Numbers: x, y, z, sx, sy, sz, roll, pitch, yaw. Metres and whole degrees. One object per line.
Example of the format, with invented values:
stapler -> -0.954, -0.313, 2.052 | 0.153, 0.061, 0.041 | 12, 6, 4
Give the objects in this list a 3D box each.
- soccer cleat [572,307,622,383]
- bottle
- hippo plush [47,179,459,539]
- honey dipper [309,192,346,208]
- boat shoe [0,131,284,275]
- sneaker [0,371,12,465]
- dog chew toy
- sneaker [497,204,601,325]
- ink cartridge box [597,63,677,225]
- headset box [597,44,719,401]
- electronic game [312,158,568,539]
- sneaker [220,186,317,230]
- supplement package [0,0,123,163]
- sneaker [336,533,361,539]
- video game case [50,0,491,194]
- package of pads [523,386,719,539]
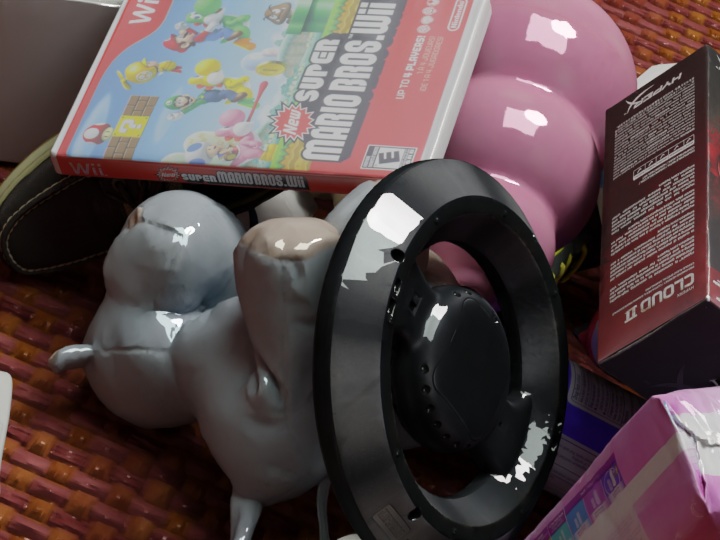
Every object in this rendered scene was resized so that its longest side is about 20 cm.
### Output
soccer cleat -> 0.197, 0.058, 1.353 | 0.200, 0.069, 0.085 | 22, 13, -45
bottle -> 0.099, 0.079, 1.320 | 0.200, 0.065, 0.084 | 28, 13, -6
hippo plush -> -0.052, 0.042, 1.257 | 0.161, 0.200, 0.159 | 16, 8, 41
honey dipper -> 0.000, 0.000, 1.375 | 0.038, 0.038, 0.200 | 2, 61, -30
boat shoe -> -0.103, -0.050, 1.323 | 0.200, 0.073, 0.065 | -28, 38, 1
sneaker -> -0.213, 0.102, 1.124 | 0.099, 0.071, 0.200 | 13, 28, -12
dog chew toy -> 0.076, -0.061, 1.338 | 0.124, 0.125, 0.200 | 21, 53, -4
sneaker -> 0.085, 0.004, 1.450 | 0.200, 0.075, 0.085 | -12, 52, -30
ink cartridge box -> 0.198, -0.011, 1.473 | 0.068, 0.200, 0.116 | -3, 20, 31
headset box -> 0.195, 0.010, 1.259 | 0.149, 0.075, 0.200 | 36, 40, -26
electronic game -> 0.041, 0.047, 1.196 | 0.042, 0.200, 0.200 | -2, 17, 35
sneaker -> -0.072, -0.053, 1.437 | 0.080, 0.076, 0.200 | 16, 38, -29
supplement package -> -0.188, -0.163, 1.471 | 0.117, 0.117, 0.200 | 6, 35, -24
sneaker -> -0.025, 0.178, 1.116 | 0.085, 0.073, 0.200 | 35, 33, 22
video game case -> -0.044, -0.097, 1.300 | 0.200, 0.017, 0.143 | 4, 48, 17
package of pads -> 0.146, 0.130, 1.169 | 0.120, 0.200, 0.076 | 1, 53, -30
